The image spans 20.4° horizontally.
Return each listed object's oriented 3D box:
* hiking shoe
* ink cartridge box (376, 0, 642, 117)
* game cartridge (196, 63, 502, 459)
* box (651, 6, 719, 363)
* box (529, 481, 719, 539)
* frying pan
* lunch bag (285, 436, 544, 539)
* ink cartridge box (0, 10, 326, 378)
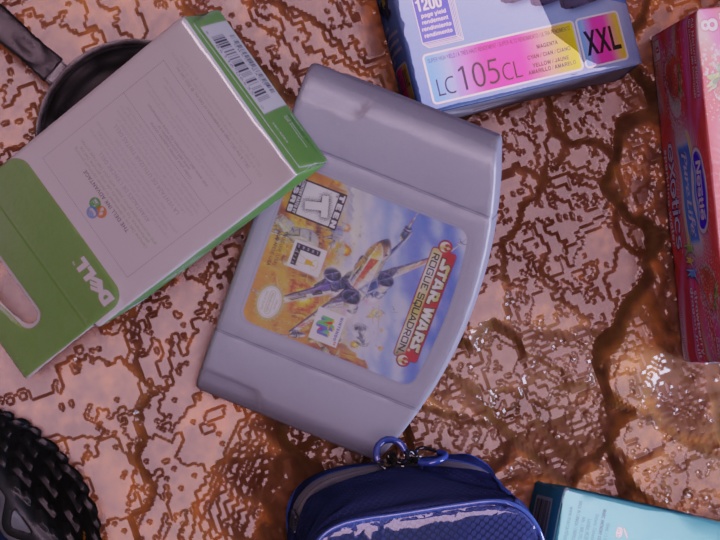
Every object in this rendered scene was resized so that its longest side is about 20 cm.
[{"bbox_3d":[-0.180,0.171,1.111,0.087,0.074,0.200,-38,78,19],"label":"hiking shoe"},{"bbox_3d":[0.070,-0.196,1.158,0.136,0.076,0.201,-14,87,-7],"label":"ink cartridge box"},{"bbox_3d":[0.000,0.000,1.122,0.133,0.042,0.201,22,105,8],"label":"game cartridge"},{"bbox_3d":[0.234,-0.049,1.155,0.094,0.103,0.201,-5,89,-7],"label":"box"},{"bbox_3d":[0.198,0.166,1.150,0.199,0.082,0.049,13,85,-6],"label":"box"},{"bbox_3d":[-0.164,-0.086,1.147,0.189,0.031,0.115,18,85,-2],"label":"frying pan"},{"bbox_3d":[0.028,0.191,1.104,0.135,0.132,0.201,-5,96,-8],"label":"lunch bag"},{"bbox_3d":[-0.129,-0.041,1.094,0.200,0.059,0.104,-36,90,19],"label":"ink cartridge box"}]
